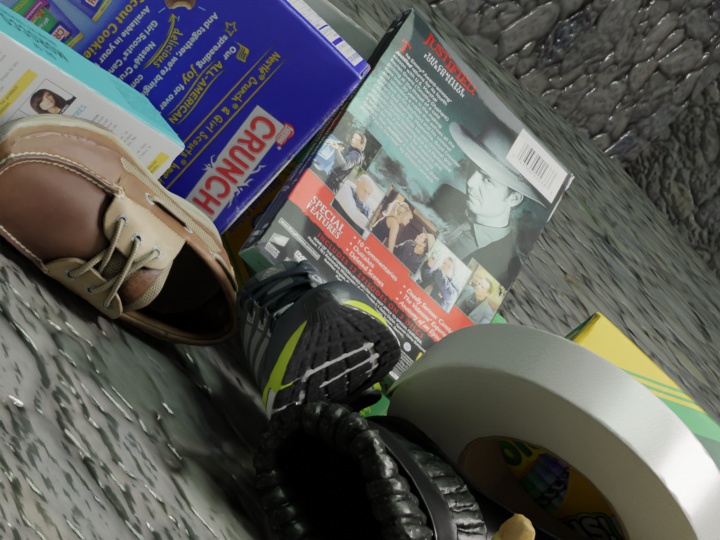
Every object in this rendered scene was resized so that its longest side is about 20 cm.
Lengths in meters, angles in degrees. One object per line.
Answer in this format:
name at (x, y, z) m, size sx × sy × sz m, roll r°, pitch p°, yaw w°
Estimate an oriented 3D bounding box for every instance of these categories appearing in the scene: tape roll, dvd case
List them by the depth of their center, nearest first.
tape roll at (0.102, 0.115, 1.292) m, size 0.203 × 0.037 × 0.203 m, roll 28°, pitch -36°, yaw 23°
dvd case at (0.031, -0.032, 1.407) m, size 0.146 × 0.022 × 0.200 m, roll 44°, pitch 55°, yaw -17°

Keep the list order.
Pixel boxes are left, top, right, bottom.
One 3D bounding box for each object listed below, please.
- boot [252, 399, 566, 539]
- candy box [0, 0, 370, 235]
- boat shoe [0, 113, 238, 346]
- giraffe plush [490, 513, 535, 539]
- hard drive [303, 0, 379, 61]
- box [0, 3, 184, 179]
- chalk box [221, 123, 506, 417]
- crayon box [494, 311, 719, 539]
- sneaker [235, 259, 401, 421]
boot at (0.045, 0.145, 1.210) m, size 0.211 × 0.080 × 0.158 m, roll 36°, pitch 2°, yaw 12°
candy box at (-0.121, -0.116, 1.360) m, size 0.200 × 0.169 × 0.077 m, roll 44°, pitch 13°, yaw -2°
boat shoe at (-0.121, -0.016, 1.243) m, size 0.200 × 0.076 × 0.072 m, roll 28°, pitch 21°, yaw -52°
giraffe plush at (0.115, 0.208, 1.109) m, size 0.200 × 0.173 × 0.162 m, roll 18°, pitch -10°, yaw 20°
hard drive at (-0.041, -0.134, 1.556) m, size 0.132 × 0.026 × 0.200 m, roll 39°, pitch -11°, yaw 10°
box at (-0.183, -0.083, 1.242) m, size 0.200 × 0.082 × 0.049 m, roll 33°, pitch 14°, yaw -49°
chalk box at (0.000, 0.000, 1.494) m, size 0.200 × 0.124 × 0.124 m, roll 39°, pitch 11°, yaw -19°
crayon box at (0.133, 0.131, 1.365) m, size 0.173 × 0.058 × 0.200 m, roll 43°, pitch -31°, yaw -1°
sneaker at (-0.032, 0.033, 1.249) m, size 0.081 × 0.074 × 0.200 m, roll 62°, pitch -12°, yaw 9°
